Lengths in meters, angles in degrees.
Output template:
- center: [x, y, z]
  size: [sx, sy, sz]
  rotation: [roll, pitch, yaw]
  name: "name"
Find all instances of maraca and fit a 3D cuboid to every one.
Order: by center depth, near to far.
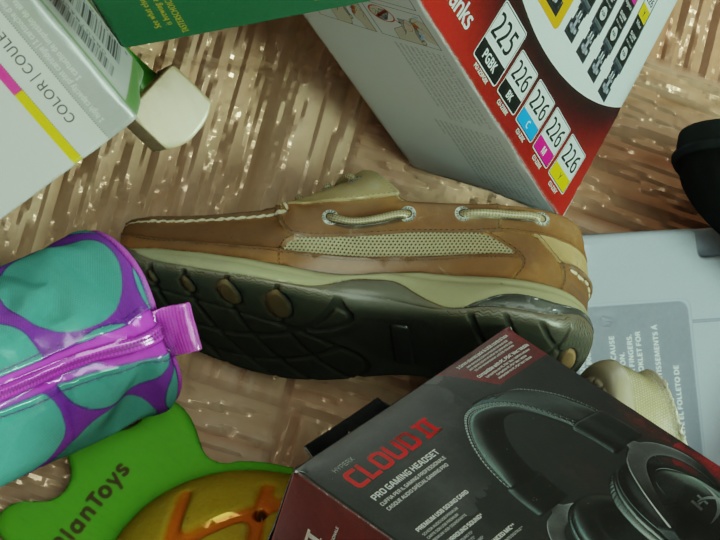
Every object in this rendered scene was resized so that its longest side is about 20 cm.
- center: [-0.056, 0.135, 0.949]
  size: [0.199, 0.107, 0.137]
  rotation: [33, 71, 19]
  name: "maraca"

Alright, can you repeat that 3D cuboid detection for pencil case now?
- center: [-0.165, 0.055, 0.907]
  size: [0.199, 0.092, 0.086]
  rotation: [-27, 102, -35]
  name: "pencil case"

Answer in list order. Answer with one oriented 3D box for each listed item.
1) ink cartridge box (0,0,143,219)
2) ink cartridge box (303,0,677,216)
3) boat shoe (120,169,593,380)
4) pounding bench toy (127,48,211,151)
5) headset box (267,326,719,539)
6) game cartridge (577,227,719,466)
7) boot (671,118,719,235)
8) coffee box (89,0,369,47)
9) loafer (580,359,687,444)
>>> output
- center: [-0.191, -0.050, 0.900]
  size: [0.199, 0.059, 0.104]
  rotation: [-34, 111, 13]
  name: "ink cartridge box"
- center: [0.058, -0.151, 0.961]
  size: [0.083, 0.200, 0.176]
  rotation: [20, 74, 31]
  name: "ink cartridge box"
- center: [0.000, 0.000, 0.987]
  size: [0.198, 0.076, 0.074]
  rotation: [8, 58, 5]
  name: "boat shoe"
- center: [-0.116, -0.161, 0.957]
  size: [0.155, 0.124, 0.202]
  rotation: [16, 79, -12]
  name: "pounding bench toy"
- center: [0.068, 0.114, 0.871]
  size: [0.199, 0.078, 0.149]
  rotation: [35, 36, 22]
  name: "headset box"
- center: [0.105, 0.084, 1.029]
  size: [0.132, 0.040, 0.202]
  rotation: [-2, 83, -18]
  name: "game cartridge"
- center: [0.199, 0.044, 1.015]
  size: [0.198, 0.073, 0.164]
  rotation: [29, 67, -31]
  name: "boot"
- center: [-0.002, -0.156, 0.839]
  size: [0.198, 0.044, 0.124]
  rotation: [-8, 65, 12]
  name: "coffee box"
- center: [0.139, 0.128, 0.980]
  size: [0.068, 0.076, 0.201]
  rotation: [-19, 97, -17]
  name: "loafer"
